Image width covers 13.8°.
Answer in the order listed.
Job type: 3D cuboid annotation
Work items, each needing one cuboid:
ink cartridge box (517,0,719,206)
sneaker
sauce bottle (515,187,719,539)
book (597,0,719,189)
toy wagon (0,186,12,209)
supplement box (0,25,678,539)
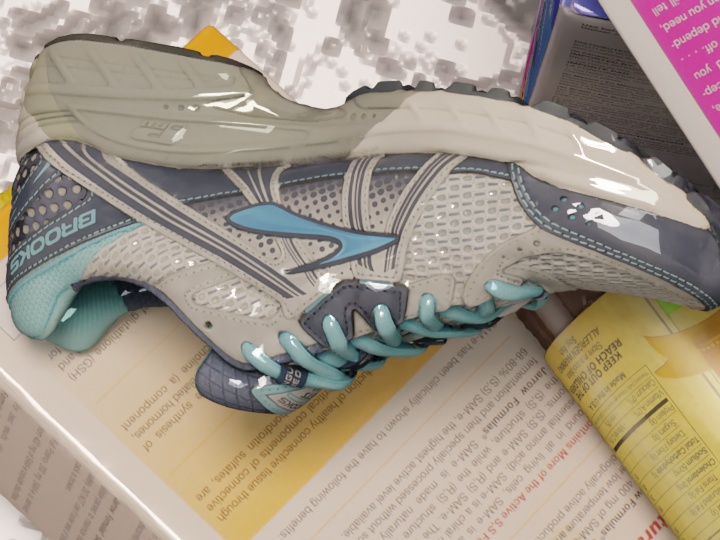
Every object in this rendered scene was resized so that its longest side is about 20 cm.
[{"bbox_3d":[0.120,-0.072,0.806,0.136,0.200,0.076,11,80,1],"label":"ink cartridge box"},{"bbox_3d":[0.000,0.000,0.755,0.200,0.078,0.086,8,78,24],"label":"sneaker"},{"bbox_3d":[0.121,0.067,0.786,0.065,0.065,0.200,-36,79,-6],"label":"sauce bottle"},{"bbox_3d":[0.125,-0.079,0.699,0.134,0.048,0.200,-29,104,17],"label":"book"},{"bbox_3d":[-0.185,0.022,0.867,0.200,0.040,0.155,-21,82,-4],"label":"toy wagon"},{"bbox_3d":[-0.018,0.047,0.832,0.200,0.074,0.126,43,63,6],"label":"supplement box"}]
